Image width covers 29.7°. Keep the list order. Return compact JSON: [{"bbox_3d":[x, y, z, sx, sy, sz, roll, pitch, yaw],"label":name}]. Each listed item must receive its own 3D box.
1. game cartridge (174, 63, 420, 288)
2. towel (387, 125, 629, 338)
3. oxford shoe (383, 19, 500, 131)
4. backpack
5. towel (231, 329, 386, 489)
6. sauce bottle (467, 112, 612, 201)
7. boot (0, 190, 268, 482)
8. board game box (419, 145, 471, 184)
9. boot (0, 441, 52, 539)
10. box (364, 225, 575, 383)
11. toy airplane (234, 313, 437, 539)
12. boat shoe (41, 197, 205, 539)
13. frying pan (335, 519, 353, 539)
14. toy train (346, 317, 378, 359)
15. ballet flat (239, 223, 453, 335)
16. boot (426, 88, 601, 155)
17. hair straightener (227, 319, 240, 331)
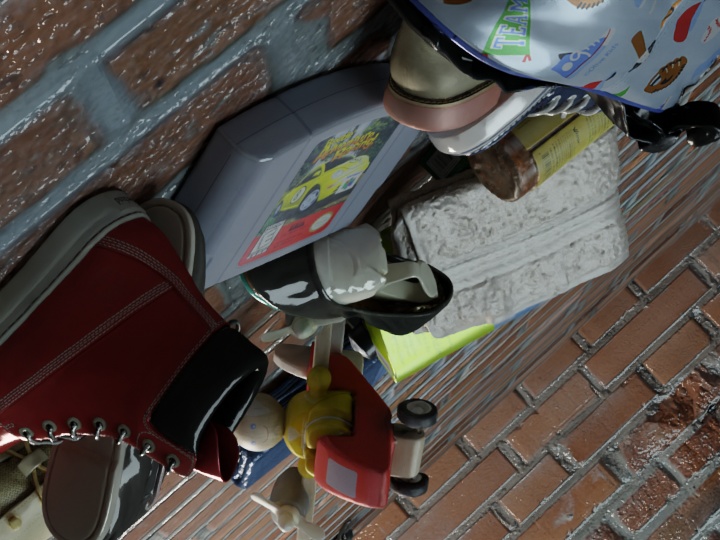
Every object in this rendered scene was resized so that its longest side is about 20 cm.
[{"bbox_3d":[-0.033,-0.061,0.811,0.199,0.041,0.134,-27,155,-51],"label":"game cartridge"},{"bbox_3d":[0.119,-0.030,1.055,0.198,0.035,0.133,-23,127,-12],"label":"towel"},{"bbox_3d":[0.085,-0.155,0.798,0.200,0.070,0.074,-46,149,-42],"label":"oxford shoe"},{"bbox_3d":[0.068,-0.151,0.522,0.190,0.200,0.155,-14,145,-51],"label":"backpack"},{"bbox_3d":[-0.049,0.124,1.299,0.199,0.049,0.112,-37,165,-27],"label":"towel"},{"bbox_3d":[0.165,-0.128,0.990,0.199,0.066,0.066,-36,165,-20],"label":"sauce bottle"},{"bbox_3d":[-0.142,0.080,0.686,0.200,0.144,0.072,-46,168,15],"label":"boot"},{"bbox_3d":[0.141,-0.152,1.054,0.200,0.029,0.134,-50,164,24],"label":"board game box"},{"bbox_3d":[-0.184,0.107,0.814,0.155,0.073,0.200,-31,165,-39],"label":"boot"},{"bbox_3d":[0.093,-0.006,1.108,0.199,0.048,0.123,-27,127,-9],"label":"box"},{"bbox_3d":[-0.038,0.105,1.069,0.140,0.202,0.199,-4,161,-21],"label":"toy airplane"},{"bbox_3d":[-0.123,0.056,0.745,0.057,0.066,0.202,-4,115,-64],"label":"boat shoe"},{"bbox_3d":[-0.035,0.517,2.599,0.190,0.031,0.115,-49,167,34],"label":"frying pan"},{"bbox_3d":[0.066,0.003,1.214,0.200,0.085,0.114,-44,179,-5],"label":"toy train"},{"bbox_3d":[0.000,0.000,0.940,0.068,0.069,0.199,-19,162,30],"label":"ballet flat"},{"bbox_3d":[0.131,-0.126,0.899,0.200,0.073,0.091,-46,126,-16],"label":"boot"},{"bbox_3d":[-0.114,0.077,1.019,0.077,0.041,0.200,-61,167,-21],"label":"hair straightener"}]
